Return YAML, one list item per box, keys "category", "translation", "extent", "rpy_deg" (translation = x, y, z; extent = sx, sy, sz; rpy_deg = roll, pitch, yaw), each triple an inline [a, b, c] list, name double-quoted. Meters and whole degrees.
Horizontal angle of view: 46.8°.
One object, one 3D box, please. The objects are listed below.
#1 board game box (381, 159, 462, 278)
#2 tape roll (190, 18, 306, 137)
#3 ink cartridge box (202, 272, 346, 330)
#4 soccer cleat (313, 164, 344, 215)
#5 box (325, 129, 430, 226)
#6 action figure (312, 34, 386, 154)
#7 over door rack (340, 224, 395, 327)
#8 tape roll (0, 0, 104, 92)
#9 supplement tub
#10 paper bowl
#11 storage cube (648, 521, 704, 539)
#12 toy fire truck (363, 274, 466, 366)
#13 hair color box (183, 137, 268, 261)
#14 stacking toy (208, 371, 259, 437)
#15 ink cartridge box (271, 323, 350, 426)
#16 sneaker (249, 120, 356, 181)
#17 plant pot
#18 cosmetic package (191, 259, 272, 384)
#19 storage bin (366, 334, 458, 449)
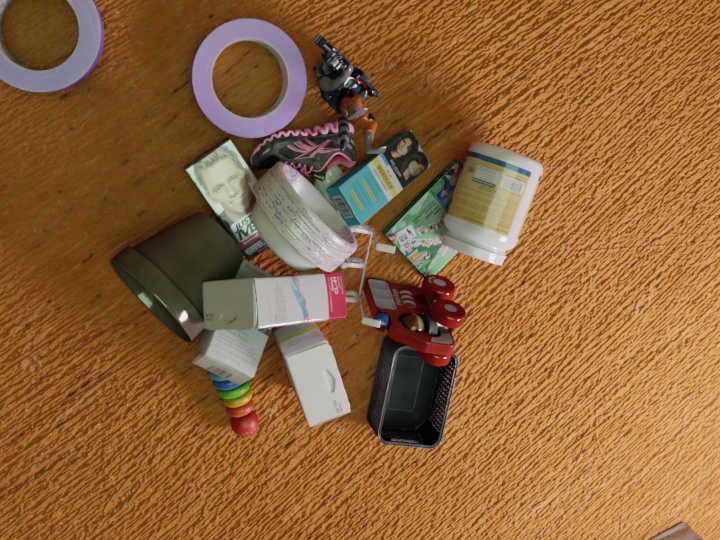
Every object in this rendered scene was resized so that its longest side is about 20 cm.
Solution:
- category: "board game box"
  translation: [0.156, -0.096, 1.619]
  extent: [0.200, 0.029, 0.135]
  rpy_deg: [-45, 109, -2]
- category: "tape roll"
  translation: [-0.197, -0.336, 1.462]
  extent: [0.199, 0.066, 0.202]
  rpy_deg: [-3, 103, -12]
- category: "ink cartridge box"
  translation: [-0.144, 0.051, 1.402]
  extent: [0.199, 0.147, 0.086]
  rpy_deg: [-1, 87, -46]
- category: "soccer cleat"
  translation: [-0.052, -0.097, 1.541]
  extent: [0.069, 0.078, 0.202]
  rpy_deg: [0, 102, -14]
- category: "box"
  translation: [0.035, -0.170, 1.524]
  extent: [0.200, 0.049, 0.083]
  rpy_deg: [-42, 110, -27]
- category: "action figure"
  translation: [-0.038, -0.309, 1.449]
  extent: [0.104, 0.194, 0.200]
  rpy_deg: [-38, 142, 14]
- category: "over door rack"
  translation: [0.000, 0.000, 1.509]
  extent: [0.066, 0.200, 0.149]
  rpy_deg: [8, 102, -14]
- category: "tape roll"
  translation: [-0.524, -0.393, 1.359]
  extent: [0.198, 0.085, 0.202]
  rpy_deg: [-3, 102, -14]
- category: "supplement tub"
  translation: [0.240, -0.124, 1.543]
  extent: [0.144, 0.145, 0.201]
  rpy_deg: [18, 97, -17]
- category: "paper bowl"
  translation: [-0.107, -0.080, 1.420]
  extent: [0.104, 0.201, 0.201]
  rpy_deg: [-40, 108, 11]
- category: "storage cube"
  translation: [0.724, 0.707, 1.859]
  extent: [0.199, 0.171, 0.181]
  rpy_deg: [-25, 105, -7]
- category: "toy fire truck"
  translation: [0.095, 0.087, 1.557]
  extent: [0.167, 0.200, 0.113]
  rpy_deg: [8, 121, -14]
- category: "hair color box"
  translation: [-0.221, -0.128, 1.503]
  extent: [0.100, 0.061, 0.201]
  rpy_deg: [-35, 107, -5]
- category: "stacking toy"
  translation: [-0.235, 0.224, 1.569]
  extent: [0.085, 0.085, 0.201]
  rpy_deg: [-18, 110, -9]
- category: "ink cartridge box"
  translation: [-0.095, 0.175, 1.525]
  extent: [0.083, 0.200, 0.146]
  rpy_deg: [-20, 106, -9]
- category: "sneaker"
  translation: [-0.097, -0.203, 1.494]
  extent: [0.199, 0.079, 0.096]
  rpy_deg: [-15, 78, -9]
- category: "plant pot"
  translation: [-0.305, -0.003, 1.455]
  extent: [0.174, 0.200, 0.200]
  rpy_deg: [-46, 109, -17]
- category: "cosmetic package"
  translation: [-0.214, 0.092, 1.492]
  extent: [0.101, 0.074, 0.201]
  rpy_deg: [29, 59, -22]
- category: "storage bin"
  translation: [0.101, 0.237, 1.644]
  extent: [0.134, 0.094, 0.202]
  rpy_deg: [9, 99, -15]
